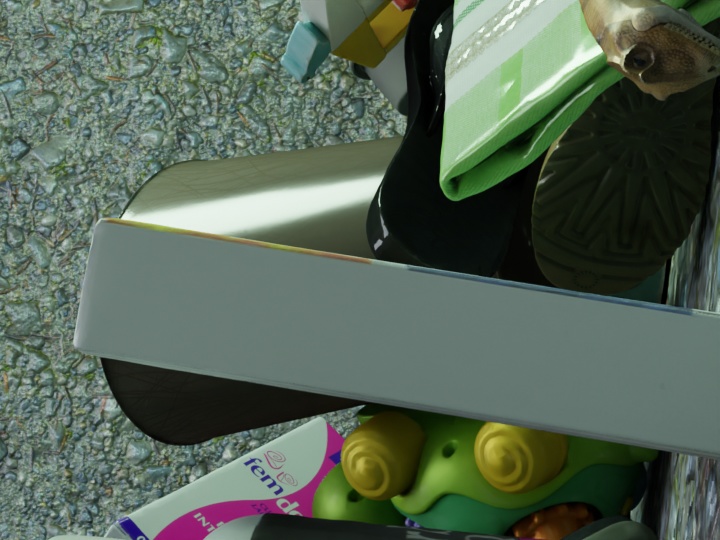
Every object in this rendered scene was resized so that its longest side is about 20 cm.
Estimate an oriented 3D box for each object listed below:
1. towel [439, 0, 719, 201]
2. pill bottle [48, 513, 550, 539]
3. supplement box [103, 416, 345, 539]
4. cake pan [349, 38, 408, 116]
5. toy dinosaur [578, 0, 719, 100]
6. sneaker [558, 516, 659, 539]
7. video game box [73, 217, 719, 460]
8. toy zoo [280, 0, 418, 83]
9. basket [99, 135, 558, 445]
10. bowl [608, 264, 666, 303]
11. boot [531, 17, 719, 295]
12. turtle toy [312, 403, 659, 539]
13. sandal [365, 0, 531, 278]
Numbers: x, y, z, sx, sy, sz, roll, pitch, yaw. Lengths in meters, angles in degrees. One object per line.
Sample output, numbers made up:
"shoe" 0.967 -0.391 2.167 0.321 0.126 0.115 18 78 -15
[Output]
"towel" 0.090 -0.126 0.626 0.149 0.031 0.201 -38 29 37
"pill bottle" 0.006 0.130 0.474 0.116 0.198 0.117 4 -90 -85
"supplement box" -0.061 0.171 0.919 0.104 0.101 0.200 -56 -17 26
"cake pan" 0.089 -0.143 0.941 0.037 0.199 0.200 63 -178 7
"toy dinosaur" 0.072 -0.124 0.544 0.106 0.060 0.200 -50 24 17
"sneaker" 0.034 0.154 0.734 0.076 0.199 0.114 35 -164 -42
"video game box" 0.025 0.024 0.568 0.182 0.198 0.047 53 -134 -83
"toy zoo" 0.037 -0.161 0.759 0.200 0.020 0.131 -45 -12 2
"basket" 0.000 0.000 0.831 0.180 0.199 0.137 -50 -56 -54
"bowl" 0.111 -0.043 0.929 0.201 0.104 0.203 5 -90 -84
"boot" 0.123 -0.110 0.746 0.200 0.066 0.176 -78 3 -58
"turtle toy" 0.058 0.102 0.844 0.145 0.199 0.102 -28 -74 -54
"sandal" 0.054 -0.071 0.727 0.048 0.075 0.201 -56 15 44
